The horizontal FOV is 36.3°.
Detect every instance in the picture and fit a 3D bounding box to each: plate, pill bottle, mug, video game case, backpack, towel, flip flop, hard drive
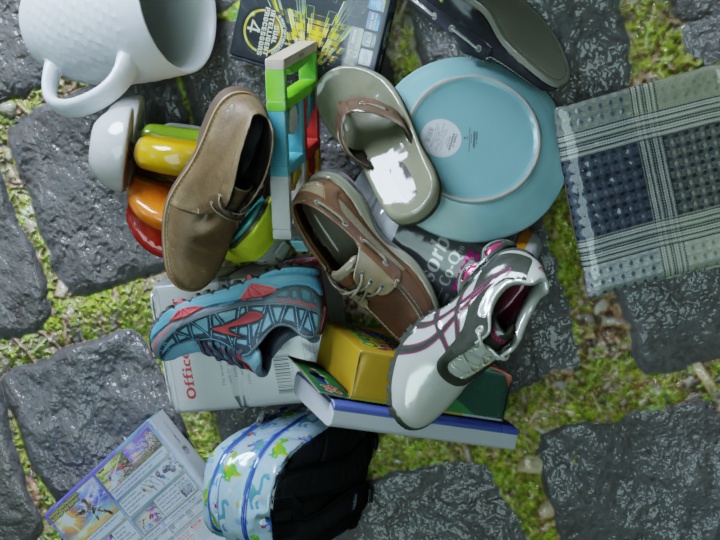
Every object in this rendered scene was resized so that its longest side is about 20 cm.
[{"bbox_3d":[0.109,-0.126,1.078,0.196,0.026,0.204,0,71,-1],"label":"plate"},{"bbox_3d":[0.077,-0.022,1.116,0.197,0.116,0.118,25,107,8],"label":"pill bottle"},{"bbox_3d":[-0.264,-0.244,1.128,0.172,0.148,0.203,-4,58,25],"label":"mug"},{"bbox_3d":[-0.251,0.298,1.307,0.199,0.045,0.182,-40,90,18],"label":"video game case"},{"bbox_3d":[-0.075,0.227,1.165,0.151,0.200,0.167,10,105,14],"label":"backpack"},{"bbox_3d":[0.298,-0.088,1.072,0.196,0.035,0.196,-13,96,1],"label":"towel"},{"bbox_3d":[0.011,-0.128,1.051,0.081,0.057,0.202,-38,57,17],"label":"flip flop"},{"bbox_3d":[0.043,0.140,1.106,0.196,0.132,0.026,11,95,-21],"label":"hard drive"}]

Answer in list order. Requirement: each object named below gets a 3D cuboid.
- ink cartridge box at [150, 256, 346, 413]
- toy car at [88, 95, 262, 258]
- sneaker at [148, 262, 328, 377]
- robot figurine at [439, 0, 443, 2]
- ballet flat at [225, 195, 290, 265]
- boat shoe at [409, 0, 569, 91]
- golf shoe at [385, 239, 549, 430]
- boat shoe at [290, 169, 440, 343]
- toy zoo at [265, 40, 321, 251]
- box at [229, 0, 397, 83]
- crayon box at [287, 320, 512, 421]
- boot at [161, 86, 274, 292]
[{"bbox_3d":[-0.117,0.070,1.205,0.196,0.085,0.149,-7,100,14],"label":"ink cartridge box"},{"bbox_3d":[-0.187,-0.092,1.131,0.171,0.200,0.153,6,105,-7],"label":"toy car"},{"bbox_3d":[-0.126,0.064,1.106,0.197,0.079,0.097,-21,73,17],"label":"sneaker"},{"bbox_3d":[0.088,-0.347,1.016,0.174,0.116,0.202,32,71,-10],"label":"robot figurine"},{"bbox_3d":[-0.108,-0.034,1.138,0.067,0.199,0.067,37,76,-15],"label":"ballet flat"},{"bbox_3d":[0.123,-0.244,1.096,0.200,0.073,0.063,42,138,2],"label":"boat shoe"},{"bbox_3d":[0.094,0.064,0.999,0.077,0.088,0.202,33,94,-21],"label":"golf shoe"},{"bbox_3d":[0.000,0.000,1.049,0.201,0.072,0.076,51,130,2],"label":"boat shoe"},{"bbox_3d":[-0.064,-0.117,1.089,0.020,0.131,0.204,2,109,11],"label":"toy zoo"},{"bbox_3d":[-0.038,-0.298,1.126,0.158,0.049,0.204,17,106,7],"label":"box"},{"bbox_3d":[0.037,0.097,1.101,0.196,0.127,0.052,10,98,-21],"label":"crayon box"},{"bbox_3d":[-0.132,-0.064,1.014,0.072,0.075,0.203,9,111,-32],"label":"boot"}]
